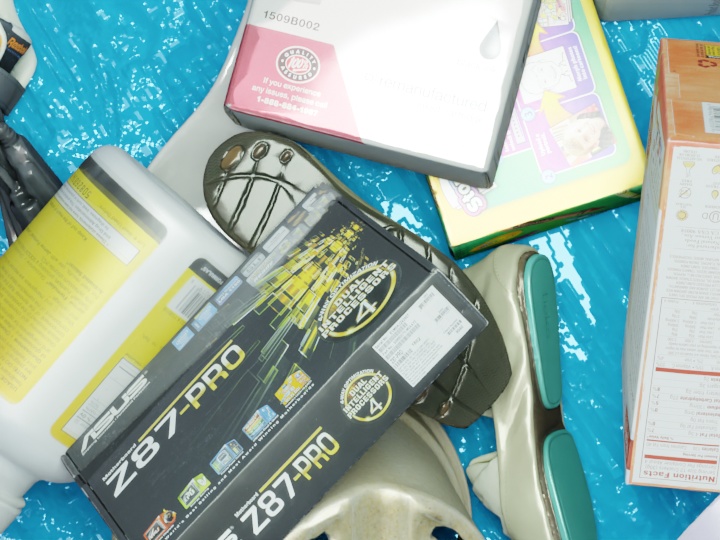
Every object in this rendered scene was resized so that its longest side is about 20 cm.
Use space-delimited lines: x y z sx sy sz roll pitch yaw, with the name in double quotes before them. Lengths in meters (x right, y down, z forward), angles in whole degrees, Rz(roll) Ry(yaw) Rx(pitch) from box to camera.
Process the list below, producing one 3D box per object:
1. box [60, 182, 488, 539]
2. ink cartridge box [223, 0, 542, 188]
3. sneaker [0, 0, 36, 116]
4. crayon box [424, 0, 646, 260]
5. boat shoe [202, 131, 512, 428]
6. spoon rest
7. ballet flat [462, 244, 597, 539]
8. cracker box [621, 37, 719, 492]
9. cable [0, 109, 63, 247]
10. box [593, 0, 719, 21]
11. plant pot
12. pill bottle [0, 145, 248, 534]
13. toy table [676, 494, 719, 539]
"box" -0.046 0.060 1.313 0.200 0.161 0.049 -46 115 -1
"ink cartridge box" 0.024 -0.159 1.412 0.146 0.083 0.200 14 86 5
"sneaker" -0.227 -0.101 1.479 0.079 0.078 0.200 6 84 8
"crayon box" 0.075 -0.119 1.478 0.119 0.058 0.200 -18 85 1
"boat shoe" 0.000 0.000 1.432 0.076 0.074 0.200 -44 92 -1
"spoon rest" -0.071 -0.067 1.479 0.099 0.061 0.200 14 85 4
"ballet flat" 0.086 0.087 1.465 0.069 0.069 0.200 -8 83 2
"cracker box" 0.173 -0.003 1.387 0.058 0.134 0.200 5 118 2
"cable" -0.241 -0.020 1.434 0.163 0.051 0.200 -42 128 -6
"box" 0.203 -0.249 1.413 0.171 0.199 0.200 -4 84 2
"plant pot" -0.014 0.157 1.367 0.200 0.183 0.200 -2 100 -14
"pill bottle" -0.157 0.040 1.411 0.112 0.112 0.200 41 90 5
"toy table" 0.258 0.143 1.399 0.200 0.184 0.117 -42 71 -2
